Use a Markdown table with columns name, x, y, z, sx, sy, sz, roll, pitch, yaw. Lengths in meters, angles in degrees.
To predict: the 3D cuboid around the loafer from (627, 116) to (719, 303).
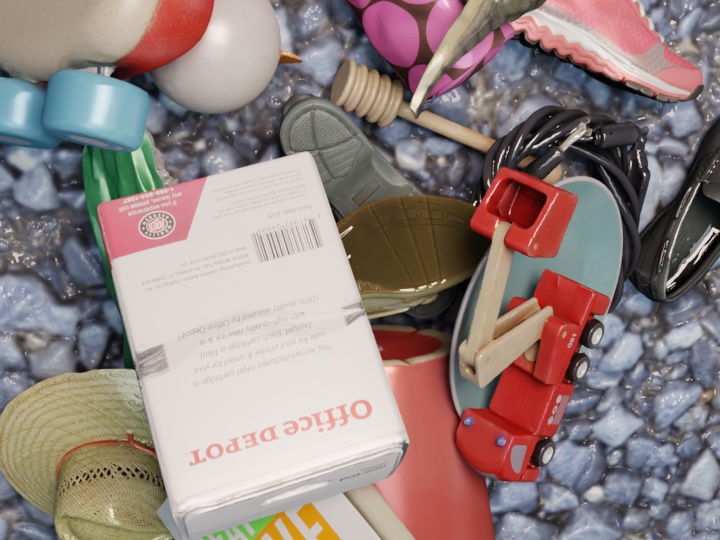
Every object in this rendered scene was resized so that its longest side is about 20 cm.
| name | x | y | z | sx | sy | sz | roll | pitch | yaw |
| --- | --- | --- | --- | --- | --- | --- | --- | --- | --- |
| loafer | 0.292 | -0.059 | 0.859 | 0.068 | 0.070 | 0.202 | 32 | 99 | -20 |

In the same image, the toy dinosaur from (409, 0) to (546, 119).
| name | x | y | z | sx | sy | sz | roll | pitch | yaw |
| --- | --- | --- | --- | --- | --- | --- | --- | --- | --- |
| toy dinosaur | 0.079 | -0.190 | 0.687 | 0.200 | 0.047 | 0.089 | -43 | 109 | -28 |

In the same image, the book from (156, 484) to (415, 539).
| name | x | y | z | sx | sy | sz | roll | pitch | yaw |
| --- | --- | --- | --- | --- | --- | --- | --- | --- | --- |
| book | -0.036 | 0.196 | 0.714 | 0.200 | 0.048 | 0.134 | 48 | 110 | 17 |

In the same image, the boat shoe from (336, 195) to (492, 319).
| name | x | y | z | sx | sy | sz | roll | pitch | yaw |
| --- | --- | --- | --- | --- | --- | --- | --- | --- | --- |
| boat shoe | 0.000 | 0.003 | 0.768 | 0.197 | 0.063 | 0.074 | -19 | 71 | -3 |

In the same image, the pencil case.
| name | x | y | z | sx | sy | sz | roll | pitch | yaw |
| --- | --- | --- | --- | --- | --- | --- | --- | --- | --- |
| pencil case | 0.014 | -0.211 | 0.731 | 0.091 | 0.093 | 0.201 | -43 | 103 | -31 |

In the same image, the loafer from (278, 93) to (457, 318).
| name | x | y | z | sx | sy | sz | roll | pitch | yaw |
| --- | --- | --- | --- | --- | --- | --- | --- | --- | --- |
| loafer | 0.009 | -0.054 | 0.808 | 0.071 | 0.063 | 0.201 | -34 | 115 | 6 |

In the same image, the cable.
| name | x | y | z | sx | sy | sz | roll | pitch | yaw |
| --- | --- | --- | --- | --- | --- | --- | --- | --- | --- |
| cable | 0.149 | -0.025 | 0.832 | 0.161 | 0.051 | 0.203 | -4 | 119 | -29 |

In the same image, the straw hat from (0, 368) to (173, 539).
| name | x | y | z | sx | sy | sz | roll | pitch | yaw |
| --- | --- | --- | --- | --- | --- | --- | --- | --- | --- |
| straw hat | -0.180 | 0.171 | 0.796 | 0.197 | 0.086 | 0.204 | -2 | 126 | -2 |

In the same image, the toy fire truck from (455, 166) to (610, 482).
| name | x | y | z | sx | sy | sz | roll | pitch | yaw |
| --- | --- | --- | --- | --- | --- | --- | --- | --- | --- |
| toy fire truck | 0.105 | 0.045 | 0.711 | 0.140 | 0.048 | 0.203 | 13 | 101 | -51 |

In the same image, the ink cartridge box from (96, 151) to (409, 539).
| name | x | y | z | sx | sy | sz | roll | pitch | yaw |
| --- | --- | --- | --- | --- | --- | --- | --- | --- | --- |
| ink cartridge box | -0.069 | 0.046 | 0.667 | 0.143 | 0.085 | 0.203 | -15 | 67 | -12 |

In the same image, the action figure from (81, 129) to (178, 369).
| name | x | y | z | sx | sy | sz | roll | pitch | yaw |
| --- | --- | --- | --- | --- | --- | --- | --- | --- | --- |
| action figure | -0.154 | -0.032 | 0.768 | 0.117 | 0.054 | 0.204 | -10 | 99 | 35 |

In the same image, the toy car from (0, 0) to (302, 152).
| name | x | y | z | sx | sy | sz | roll | pitch | yaw |
| --- | --- | --- | --- | --- | --- | --- | --- | --- | --- |
| toy car | -0.130 | -0.159 | 0.710 | 0.198 | 0.175 | 0.188 | 15 | 84 | -48 |

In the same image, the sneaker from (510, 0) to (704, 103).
| name | x | y | z | sx | sy | sz | roll | pitch | yaw |
| --- | --- | --- | --- | --- | --- | --- | --- | --- | --- |
| sneaker | 0.183 | -0.188 | 0.791 | 0.197 | 0.074 | 0.088 | 21 | 102 | -18 |

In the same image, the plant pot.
| name | x | y | z | sx | sy | sz | roll | pitch | yaw |
| --- | --- | --- | --- | --- | --- | --- | --- | --- | --- |
| plant pot | 0.007 | 0.142 | 0.810 | 0.196 | 0.200 | 0.181 | -3 | 99 | -11 |

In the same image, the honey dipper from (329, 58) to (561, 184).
| name | x | y | z | sx | sy | sz | roll | pitch | yaw |
| --- | --- | --- | --- | --- | --- | --- | --- | --- | --- |
| honey dipper | 0.070 | -0.105 | 0.817 | 0.197 | 0.038 | 0.038 | 21 | 103 | -21 |

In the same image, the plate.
| name | x | y | z | sx | sy | sz | roll | pitch | yaw |
| --- | --- | --- | --- | --- | --- | --- | --- | --- | --- |
| plate | 0.124 | 0.025 | 0.781 | 0.198 | 0.025 | 0.203 | -27 | 130 | -36 |
